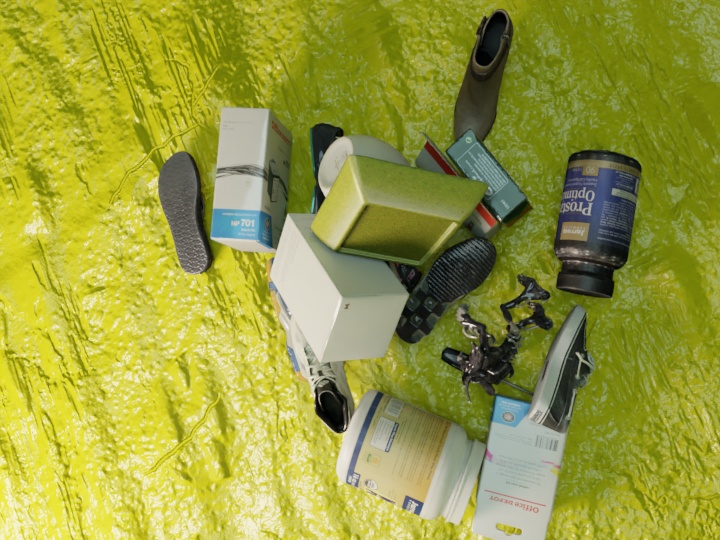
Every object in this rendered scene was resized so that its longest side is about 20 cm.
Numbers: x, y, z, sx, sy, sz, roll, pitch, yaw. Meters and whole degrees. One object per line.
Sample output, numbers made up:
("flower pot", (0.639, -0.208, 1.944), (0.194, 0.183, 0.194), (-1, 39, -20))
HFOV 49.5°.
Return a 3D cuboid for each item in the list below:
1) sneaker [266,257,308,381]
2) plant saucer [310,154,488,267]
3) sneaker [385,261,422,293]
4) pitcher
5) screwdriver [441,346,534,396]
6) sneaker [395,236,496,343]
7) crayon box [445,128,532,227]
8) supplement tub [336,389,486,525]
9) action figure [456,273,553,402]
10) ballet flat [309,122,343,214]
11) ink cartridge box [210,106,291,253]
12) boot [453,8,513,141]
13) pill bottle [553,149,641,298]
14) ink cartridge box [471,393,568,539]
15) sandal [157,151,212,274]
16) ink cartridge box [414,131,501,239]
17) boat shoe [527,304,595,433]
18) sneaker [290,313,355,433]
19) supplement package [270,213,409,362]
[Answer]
("sneaker", (-0.091, 0.070, 1.252), (0.086, 0.075, 0.205), (-19, 90, -4))
("plant saucer", (0.047, -0.065, 1.060), (0.195, 0.200, 0.049), (9, 63, -16))
("sneaker", (0.052, 0.018, 1.224), (0.084, 0.080, 0.206), (7, 87, 7))
("pitcher", (0.030, -0.134, 1.169), (0.122, 0.198, 0.173), (-47, 40, 23))
("screwdriver", (0.215, 0.172, 1.216), (0.197, 0.028, 0.030), (29, 119, 4))
("sneaker", (0.129, 0.019, 1.193), (0.074, 0.088, 0.200), (45, 111, 1))
("crayon box", (0.195, -0.130, 1.157), (0.051, 0.200, 0.127), (-40, 80, 12))
("supplement tub", (0.076, 0.278, 1.162), (0.196, 0.144, 0.148), (21, 88, 10))
("action figure", (0.199, 0.104, 1.166), (0.199, 0.120, 0.101), (-41, 35, -21))
("ballet flat", (-0.049, -0.139, 1.260), (0.071, 0.073, 0.206), (-1, 82, 9))
("ink cartridge box", (-0.170, -0.138, 1.237), (0.084, 0.146, 0.206), (4, 85, 10))
("boot", (0.185, -0.293, 1.196), (0.068, 0.146, 0.205), (13, 87, 8))
("pill bottle", (0.350, -0.067, 1.167), (0.109, 0.112, 0.205), (10, 86, 9))
("ink cartridge box", (0.238, 0.299, 1.173), (0.112, 0.068, 0.205), (12, 86, 9))
("sandal", (-0.291, -0.095, 1.311), (0.074, 0.043, 0.206), (-7, 93, 15))
("ink cartridge box", (0.140, -0.115, 1.159), (0.050, 0.200, 0.163), (-40, 81, 12))
("boat shoe", (0.309, 0.144, 1.149), (0.067, 0.074, 0.201), (25, 55, 6))
("sneaker", (-0.050, 0.144, 1.157), (0.074, 0.115, 0.205), (-19, 88, -5))
("supplement package", (-0.036, 0.021, 1.144), (0.201, 0.115, 0.119), (54, 133, 43))
